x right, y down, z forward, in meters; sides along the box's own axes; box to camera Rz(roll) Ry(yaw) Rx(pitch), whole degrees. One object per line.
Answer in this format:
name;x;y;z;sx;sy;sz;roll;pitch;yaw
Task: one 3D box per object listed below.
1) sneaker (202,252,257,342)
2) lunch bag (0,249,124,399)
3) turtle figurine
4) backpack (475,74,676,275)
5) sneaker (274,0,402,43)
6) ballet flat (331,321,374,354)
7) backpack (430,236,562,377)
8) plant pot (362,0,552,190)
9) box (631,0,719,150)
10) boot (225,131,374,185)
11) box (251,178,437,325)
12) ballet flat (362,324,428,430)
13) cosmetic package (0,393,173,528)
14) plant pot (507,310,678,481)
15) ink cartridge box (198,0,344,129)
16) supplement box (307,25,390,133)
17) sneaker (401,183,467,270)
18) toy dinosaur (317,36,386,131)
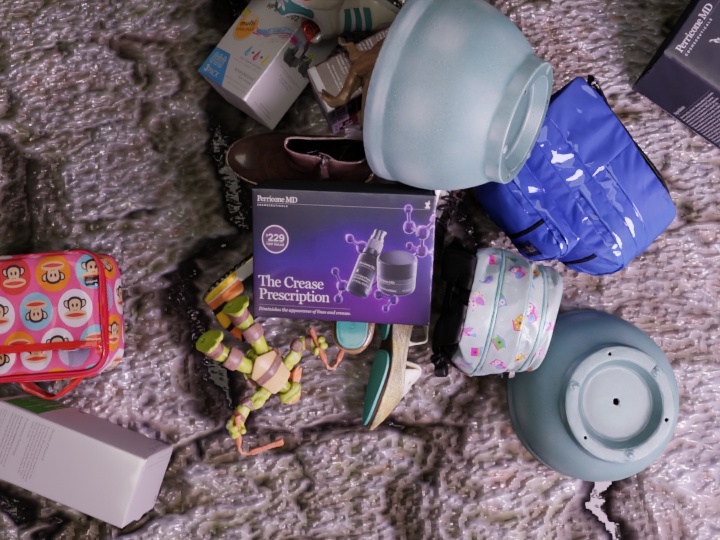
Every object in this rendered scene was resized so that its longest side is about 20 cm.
sneaker;-0.096;0.007;0.886;0.198;0.070;0.091;-35;99;-1
lunch bag;-0.397;0.070;0.885;0.194;0.082;0.182;-5;88;4
turtle figurine;-0.112;0.107;0.856;0.200;0.064;0.162;-45;120;-11
backpack;0.245;-0.085;0.828;0.168;0.162;0.200;-43;93;-3
sneaker;-0.023;-0.305;0.820;0.093;0.198;0.071;-43;69;25
ballet flat;0.000;0.000;0.872;0.066;0.072;0.206;3;84;4
backpack;0.148;0.043;0.798;0.123;0.200;0.172;6;84;3
plant pot;0.109;-0.166;0.707;0.132;0.200;0.204;25;86;24
box;0.476;-0.262;0.851;0.195;0.124;0.202;36;87;7
boot;-0.078;-0.141;0.840;0.194;0.166;0.075;6;88;3
box;-0.017;-0.022;0.779;0.194;0.079;0.145;2;102;4
ballet flat;0.049;0.097;0.868;0.069;0.071;0.206;9;85;3
cosmetic package;-0.341;0.224;0.851;0.195;0.108;0.087;19;85;3
plant pot;0.276;0.146;0.811;0.194;0.134;0.206;0;85;3
ink cartridge box;-0.097;-0.291;0.882;0.114;0.068;0.202;35;86;38
supplement box;0.036;-0.252;0.875;0.197;0.109;0.062;-29;87;0
sneaker;0.091;-0.093;0.855;0.096;0.071;0.206;-6;72;25
toy dinosaur;0.035;-0.222;0.749;0.134;0.203;0.086;-27;121;37
